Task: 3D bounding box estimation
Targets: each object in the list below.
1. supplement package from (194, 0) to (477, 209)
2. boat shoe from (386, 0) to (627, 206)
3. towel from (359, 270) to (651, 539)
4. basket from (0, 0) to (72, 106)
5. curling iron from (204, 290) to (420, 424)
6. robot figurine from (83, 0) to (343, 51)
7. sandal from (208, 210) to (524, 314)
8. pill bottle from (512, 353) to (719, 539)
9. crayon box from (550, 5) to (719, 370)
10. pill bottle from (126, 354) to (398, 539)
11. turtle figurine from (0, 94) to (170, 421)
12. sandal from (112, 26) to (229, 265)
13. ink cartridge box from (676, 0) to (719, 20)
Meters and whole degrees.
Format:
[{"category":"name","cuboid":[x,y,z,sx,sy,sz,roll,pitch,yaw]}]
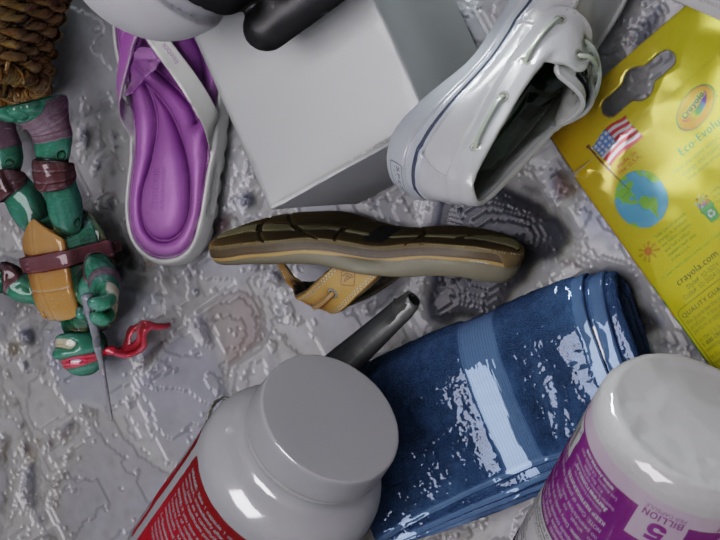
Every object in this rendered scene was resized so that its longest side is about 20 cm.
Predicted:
[{"category":"supplement package","cuboid":[-0.022,-0.150,1.476,0.117,0.117,0.201,-28,80,24]},{"category":"boat shoe","cuboid":[0.100,-0.103,1.398,0.067,0.074,0.200,25,65,37]},{"category":"towel","cuboid":[0.078,0.081,1.481,0.199,0.048,0.112,-23,82,26]},{"category":"basket","cuboid":[-0.274,-0.126,1.558,0.142,0.200,0.150,22,101,22]},{"category":"curling iron","cuboid":[-0.033,0.065,1.516,0.200,0.025,0.050,-39,51,40]},{"category":"robot figurine","cuboid":[-0.074,-0.210,1.368,0.200,0.125,0.151,-37,53,22]},{"category":"sandal","cuboid":[0.000,0.000,1.503,0.199,0.080,0.054,5,105,22]},{"category":"pill bottle","cuboid":[0.145,0.151,1.398,0.112,0.112,0.200,39,130,19]},{"category":"crayon box","cuboid":[0.209,-0.038,1.406,0.127,0.051,0.200,-39,77,24]},{"category":"pill bottle","cuboid":[-0.057,0.138,1.480,0.112,0.112,0.200,51,137,15]},{"category":"turtle figurine","cuboid":[-0.197,-0.003,1.582,0.149,0.101,0.201,-11,93,32]},{"category":"sandal","cuboid":[-0.120,-0.105,1.565,0.082,0.050,0.204,-5,91,26]},{"category":"ink cartridge box","cuboid":[0.201,-0.233,1.317,0.115,0.067,0.200,21,129,-18]}]
